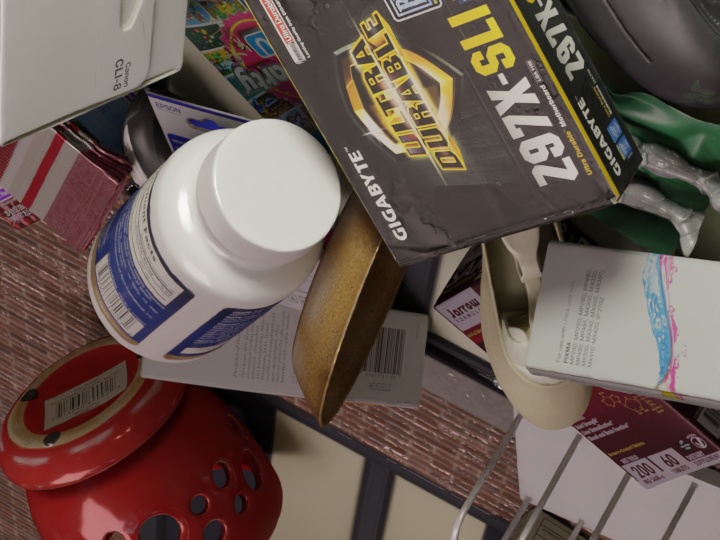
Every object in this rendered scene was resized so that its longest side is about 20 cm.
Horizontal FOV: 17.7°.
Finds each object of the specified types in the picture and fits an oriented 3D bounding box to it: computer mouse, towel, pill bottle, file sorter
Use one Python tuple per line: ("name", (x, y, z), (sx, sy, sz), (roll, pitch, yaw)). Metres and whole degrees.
("computer mouse", (0.143, -0.148, 1.248), (0.200, 0.053, 0.138), (39, 150, -10))
("towel", (-0.252, -0.104, 1.616), (0.200, 0.023, 0.144), (40, 153, -2))
("pill bottle", (-0.088, -0.021, 1.423), (0.111, 0.111, 0.200), (38, 151, -9))
("file sorter", (0.181, 0.207, 1.682), (0.199, 0.125, 0.139), (21, 150, 20))

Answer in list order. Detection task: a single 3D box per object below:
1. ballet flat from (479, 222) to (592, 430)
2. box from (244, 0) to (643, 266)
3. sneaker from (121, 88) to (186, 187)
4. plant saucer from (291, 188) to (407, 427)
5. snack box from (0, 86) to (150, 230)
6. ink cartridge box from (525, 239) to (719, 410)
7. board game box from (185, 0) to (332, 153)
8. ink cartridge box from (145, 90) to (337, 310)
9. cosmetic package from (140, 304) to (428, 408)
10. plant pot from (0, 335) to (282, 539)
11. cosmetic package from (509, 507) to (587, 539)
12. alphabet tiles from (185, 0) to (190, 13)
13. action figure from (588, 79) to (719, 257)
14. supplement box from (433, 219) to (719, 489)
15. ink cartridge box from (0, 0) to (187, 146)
("ballet flat", (0.104, 0.010, 1.430), (0.069, 0.069, 0.201), (-1, 107, 47))
("box", (0.043, -0.111, 1.285), (0.159, 0.049, 0.201), (-16, 113, 36))
("sneaker", (-0.084, -0.061, 1.611), (0.084, 0.075, 0.200), (-4, 143, 41))
("plant saucer", (0.000, 0.000, 1.464), (0.035, 0.201, 0.201), (22, 150, 6))
("snack box", (-0.250, -0.125, 1.673), (0.169, 0.068, 0.200), (45, 148, -18))
("ink cartridge box", (0.219, 0.041, 1.365), (0.199, 0.083, 0.145), (9, 178, 38))
("board game box", (-0.043, -0.166, 1.402), (0.200, 0.064, 0.147), (46, 150, -23))
("ink cartridge box", (-0.067, -0.048, 1.510), (0.094, 0.037, 0.200), (17, 150, 29))
("cosmetic package", (-0.058, 0.056, 1.706), (0.199, 0.072, 0.101), (4, 177, 43))
("plant pot", (-0.189, 0.163, 1.930), (0.200, 0.201, 0.183), (1, 130, 45))
("cosmetic package", (0.124, 0.298, 1.800), (0.105, 0.201, 0.071), (34, 152, 0))
("alphabet tiles", (-0.161, -0.243, 1.372), (0.200, 0.008, 0.168), (43, 140, 21))
("action figure", (0.116, -0.076, 1.348), (0.199, 0.055, 0.118), (24, 132, -4))
("supplement box", (0.157, 0.053, 1.535), (0.200, 0.061, 0.109), (40, 151, -9))
("ink cartridge box", (-0.212, -0.195, 1.337), (0.200, 0.144, 0.146), (33, 134, 30))
